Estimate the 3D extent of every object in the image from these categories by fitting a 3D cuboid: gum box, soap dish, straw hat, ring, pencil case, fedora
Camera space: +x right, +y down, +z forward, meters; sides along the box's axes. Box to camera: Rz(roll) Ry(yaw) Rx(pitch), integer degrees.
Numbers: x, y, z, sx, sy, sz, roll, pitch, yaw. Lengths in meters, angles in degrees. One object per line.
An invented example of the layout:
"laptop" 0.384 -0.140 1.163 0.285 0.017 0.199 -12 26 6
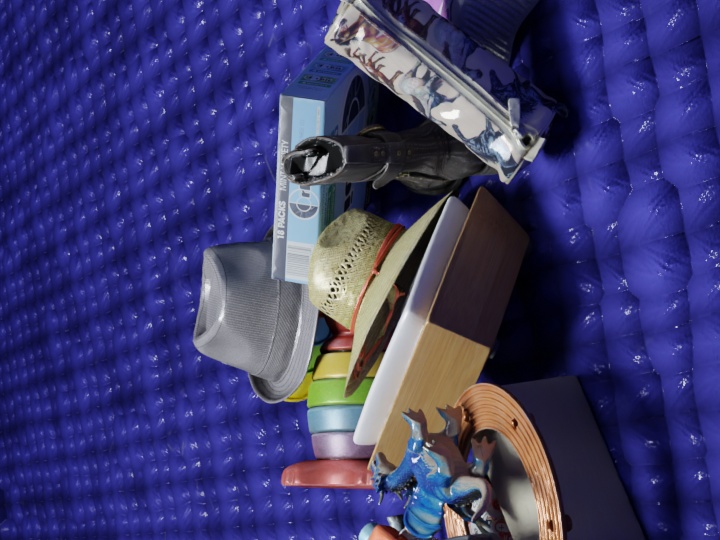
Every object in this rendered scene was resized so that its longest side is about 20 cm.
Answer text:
"gum box" -0.028 -0.105 1.776 0.200 0.044 0.171 -58 -26 -64
"soap dish" 0.067 0.055 1.613 0.201 0.081 0.158 109 -177 -48
"straw hat" 0.000 0.000 1.678 0.085 0.201 0.202 28 137 8
"ring" 0.111 0.184 1.504 0.200 0.019 0.203 173 90 -66
"pencil case" 0.062 -0.153 1.516 0.078 0.199 0.089 -53 5 -9
"fedora" -0.107 0.032 1.873 0.200 0.089 0.179 -141 61 -71

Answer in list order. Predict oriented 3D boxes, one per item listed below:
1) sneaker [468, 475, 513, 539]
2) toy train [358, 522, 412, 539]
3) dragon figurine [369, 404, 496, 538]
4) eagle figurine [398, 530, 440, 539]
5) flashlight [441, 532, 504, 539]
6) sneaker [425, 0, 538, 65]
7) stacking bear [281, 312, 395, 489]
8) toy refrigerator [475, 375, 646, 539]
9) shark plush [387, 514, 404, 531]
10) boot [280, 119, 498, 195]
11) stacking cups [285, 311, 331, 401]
"sneaker" 0.137 0.236 1.588 0.202 0.067 0.109 -123 31 -51
"toy train" 0.033 0.299 1.610 0.200 0.055 0.151 43 108 41
"dragon figurine" 0.065 0.169 1.511 0.200 0.058 0.100 -137 45 -58
"eagle figurine" 0.078 0.330 1.690 0.201 0.150 0.152 -103 32 -43
"flashlight" 0.038 0.247 1.528 0.199 0.068 0.068 -25 104 50
"sneaker" 0.089 -0.238 1.571 0.201 0.072 0.115 116 144 -52
"stacking bear" 0.001 0.098 1.824 0.120 0.113 0.202 -3 81 31
"toy refrigerator" 0.157 0.186 1.516 0.070 0.075 0.201 114 142 -51
"shark plush" 0.052 0.325 1.792 0.091 0.083 0.202 -166 71 -66
"boot" 0.015 -0.096 1.649 0.200 0.173 0.070 167 96 -67
"stacking cups" -0.053 0.040 1.924 0.201 0.060 0.061 106 148 -43
